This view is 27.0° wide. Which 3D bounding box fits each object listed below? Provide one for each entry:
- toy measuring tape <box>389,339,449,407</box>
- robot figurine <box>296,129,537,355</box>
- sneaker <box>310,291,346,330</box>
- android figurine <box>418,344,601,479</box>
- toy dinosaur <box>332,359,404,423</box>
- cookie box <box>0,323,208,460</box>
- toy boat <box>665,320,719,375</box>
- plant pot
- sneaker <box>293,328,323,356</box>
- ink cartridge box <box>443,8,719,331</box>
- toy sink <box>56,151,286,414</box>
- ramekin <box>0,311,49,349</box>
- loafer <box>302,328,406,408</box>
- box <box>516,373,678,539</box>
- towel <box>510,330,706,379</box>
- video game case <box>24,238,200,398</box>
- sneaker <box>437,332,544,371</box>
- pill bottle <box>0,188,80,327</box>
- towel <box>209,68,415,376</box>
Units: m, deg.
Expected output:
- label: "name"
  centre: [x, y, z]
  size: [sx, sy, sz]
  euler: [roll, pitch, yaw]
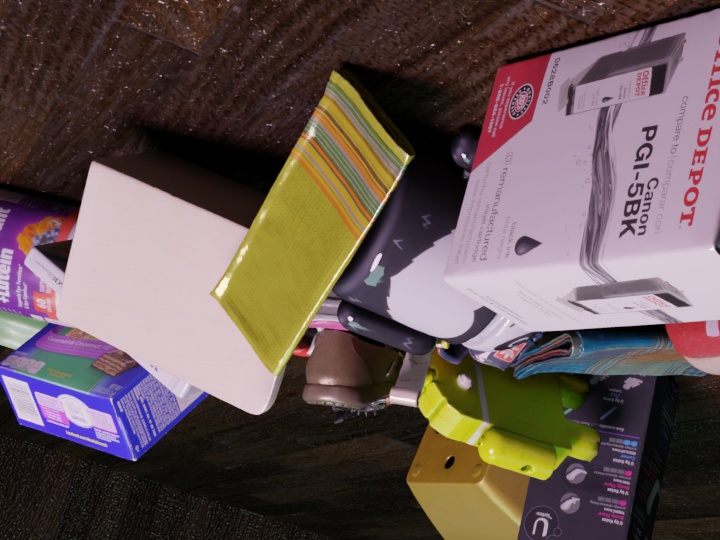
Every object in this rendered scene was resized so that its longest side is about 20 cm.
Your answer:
- label: "toy measuring tape"
  centre: [0.054, 0.026, 1.169]
  size: [0.073, 0.201, 0.074]
  euler: [7, 119, 12]
- label: "robot figurine"
  centre: [0.052, -0.018, 1.059]
  size: [0.198, 0.126, 0.150]
  euler: [22, 161, -21]
- label: "sneaker"
  centre: [0.000, 0.000, 1.268]
  size: [0.073, 0.089, 0.200]
  euler: [6, -176, 18]
- label: "android figurine"
  centre: [0.120, 0.103, 1.329]
  size: [0.198, 0.183, 0.041]
  euler: [22, 128, -21]
- label: "toy dinosaur"
  centre: [0.036, 0.105, 1.538]
  size: [0.134, 0.103, 0.201]
  euler: [-7, 142, 2]
- label: "cookie box"
  centre: [-0.217, 0.078, 1.441]
  size: [0.170, 0.200, 0.076]
  euler: [10, 128, 37]
- label: "toy boat"
  centre: [0.259, -0.020, 0.930]
  size: [0.131, 0.131, 0.199]
  euler: [51, 152, -13]
- label: "plant pot"
  centre: [0.169, 0.210, 1.600]
  size: [0.176, 0.202, 0.199]
  euler: [36, 156, -26]
- label: "sneaker"
  centre: [-0.043, 0.040, 1.385]
  size: [0.069, 0.095, 0.200]
  euler: [7, 161, 24]
- label: "ink cartridge box"
  centre: [0.154, -0.052, 0.828]
  size: [0.082, 0.149, 0.199]
  euler: [28, 158, -33]
- label: "toy sink"
  centre: [-0.113, 0.005, 1.156]
  size: [0.198, 0.132, 0.112]
  euler: [22, -163, 22]
- label: "ramekin"
  centre: [-0.349, 0.018, 1.574]
  size: [0.197, 0.099, 0.200]
  euler: [14, 163, 4]
- label: "loafer"
  centre: [0.002, 0.076, 1.314]
  size: [0.075, 0.068, 0.200]
  euler: [8, -175, 10]
- label: "box"
  centre: [0.228, 0.187, 1.433]
  size: [0.105, 0.203, 0.122]
  euler: [7, 161, 23]
- label: "towel"
  centre: [0.241, 0.073, 1.274]
  size: [0.197, 0.022, 0.147]
  euler: [1, 168, -16]
- label: "video game case"
  centre: [-0.171, 0.029, 1.310]
  size: [0.182, 0.022, 0.200]
  euler: [39, -161, 13]
- label: "sneaker"
  centre: [0.134, 0.037, 1.227]
  size: [0.074, 0.086, 0.199]
  euler: [25, 157, -28]
- label: "pill bottle"
  centre: [-0.344, -0.021, 1.421]
  size: [0.197, 0.113, 0.112]
  euler: [12, 163, 8]
- label: "towel"
  centre: [-0.036, -0.029, 0.996]
  size: [0.018, 0.201, 0.086]
  euler: [-3, -135, -45]
